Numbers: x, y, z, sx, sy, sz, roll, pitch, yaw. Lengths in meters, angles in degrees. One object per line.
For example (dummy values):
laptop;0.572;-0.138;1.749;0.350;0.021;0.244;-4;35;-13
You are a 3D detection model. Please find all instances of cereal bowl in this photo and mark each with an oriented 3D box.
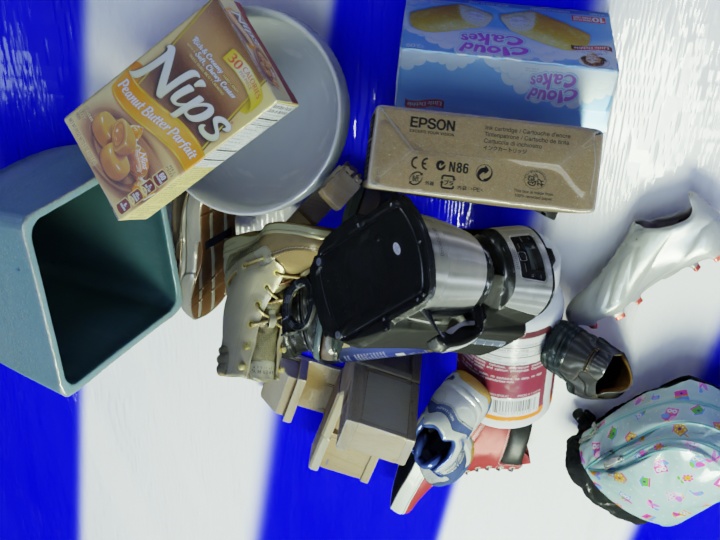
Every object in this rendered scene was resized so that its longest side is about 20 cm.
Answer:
cereal bowl;-0.098;-0.154;1.142;0.197;0.083;0.203;2;95;20

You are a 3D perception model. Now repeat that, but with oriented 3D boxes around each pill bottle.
pill bottle;-0.001;0.043;1.282;0.197;0.112;0.113;-8;125;12
pill bottle;0.163;0.063;1.277;0.113;0.115;0.202;3;127;4

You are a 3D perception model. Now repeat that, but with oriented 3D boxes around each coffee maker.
coffee maker;0.059;0.011;1.121;0.191;0.137;0.199;-2;173;43

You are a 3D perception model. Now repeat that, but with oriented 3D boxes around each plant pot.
plant pot;-0.333;-0.020;1.220;0.198;0.196;0.199;12;123;29

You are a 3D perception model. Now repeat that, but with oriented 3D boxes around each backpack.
backpack;0.353;0.213;1.347;0.166;0.128;0.200;28;137;-21

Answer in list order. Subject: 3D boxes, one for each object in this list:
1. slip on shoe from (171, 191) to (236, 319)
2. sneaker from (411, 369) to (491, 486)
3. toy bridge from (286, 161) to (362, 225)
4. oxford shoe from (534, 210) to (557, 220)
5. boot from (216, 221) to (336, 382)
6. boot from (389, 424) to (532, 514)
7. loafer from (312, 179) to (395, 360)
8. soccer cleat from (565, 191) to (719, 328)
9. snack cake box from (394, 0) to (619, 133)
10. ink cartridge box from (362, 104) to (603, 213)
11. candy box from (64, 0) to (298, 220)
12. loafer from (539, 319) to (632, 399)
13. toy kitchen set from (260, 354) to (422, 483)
slip on shoe;-0.178;-0.034;1.282;0.060;0.076;0.201;38;142;27
sneaker;0.082;0.192;1.301;0.075;0.088;0.201;34;145;20
toy bridge;-0.032;-0.077;1.181;0.027;0.067;0.200;43;165;-6
oxford shoe;0.129;-0.135;1.174;0.198;0.073;0.085;28;101;-11
boot;-0.087;0.035;1.187;0.072;0.158;0.199;13;166;-34
boot;0.128;0.244;1.444;0.143;0.073;0.201;21;122;-11
loafer;0.000;0.000;1.201;0.062;0.202;0.072;12;159;5
soccer cleat;0.295;-0.011;1.244;0.199;0.069;0.078;-34;101;26
snack cake box;0.134;-0.195;1.089;0.197;0.116;0.068;6;127;2
ink cartridge box;0.104;-0.099;1.057;0.197;0.165;0.076;6;94;-2
candy box;-0.170;-0.149;1.095;0.199;0.055;0.116;-34;83;20
loafer;0.264;0.114;1.278;0.199;0.072;0.073;23;96;-56
toy kitchen set;-0.040;0.184;1.347;0.161;0.181;0.202;18;122;-6
